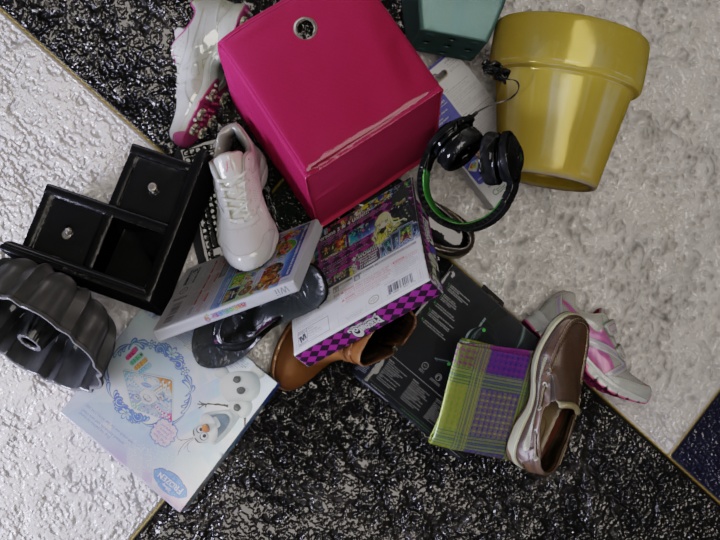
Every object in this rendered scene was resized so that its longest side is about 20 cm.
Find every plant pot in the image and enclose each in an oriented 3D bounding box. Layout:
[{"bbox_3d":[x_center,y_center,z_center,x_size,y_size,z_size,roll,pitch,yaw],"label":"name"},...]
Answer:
[{"bbox_3d":[0.123,-0.385,1.386,0.139,0.141,0.203,10,83,-7],"label":"plant pot"},{"bbox_3d":[0.250,-0.205,1.364,0.198,0.201,0.191,11,89,-7],"label":"plant pot"}]

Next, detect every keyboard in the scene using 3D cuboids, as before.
[{"bbox_3d":[-0.162,-0.073,1.407,0.125,0.021,0.203,-14,91,-8],"label":"keyboard"}]

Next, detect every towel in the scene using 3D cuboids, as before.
[{"bbox_3d":[0.186,0.166,1.354,0.198,0.023,0.145,11,98,-26],"label":"towel"}]

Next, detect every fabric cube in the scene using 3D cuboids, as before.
[{"bbox_3d":[-0.034,-0.207,1.316,0.195,0.200,0.200,-32,76,-7],"label":"fabric cube"}]

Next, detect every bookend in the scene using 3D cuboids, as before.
[{"bbox_3d":[-0.305,-0.074,1.338,0.196,0.092,0.202,19,77,5],"label":"bookend"}]

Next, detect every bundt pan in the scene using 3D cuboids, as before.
[{"bbox_3d":[-0.378,0.058,1.296,0.201,0.202,0.076,31,58,-5],"label":"bundt pan"}]

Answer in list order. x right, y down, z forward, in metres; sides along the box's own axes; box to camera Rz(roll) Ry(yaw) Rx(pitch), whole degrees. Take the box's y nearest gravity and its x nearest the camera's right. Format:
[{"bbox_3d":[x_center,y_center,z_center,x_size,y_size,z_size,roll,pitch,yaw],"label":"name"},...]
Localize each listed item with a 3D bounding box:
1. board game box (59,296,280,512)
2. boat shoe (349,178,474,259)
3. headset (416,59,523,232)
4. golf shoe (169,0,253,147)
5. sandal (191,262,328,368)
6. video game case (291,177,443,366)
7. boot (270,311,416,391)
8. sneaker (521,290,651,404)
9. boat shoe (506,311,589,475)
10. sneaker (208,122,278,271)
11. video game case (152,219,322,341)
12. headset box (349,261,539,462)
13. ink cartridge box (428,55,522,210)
[{"bbox_3d":[-0.238,0.161,1.360,0.199,0.043,0.200,38,83,6],"label":"board game box"},{"bbox_3d":[0.064,-0.079,1.410,0.198,0.073,0.075,22,85,-6],"label":"boat shoe"},{"bbox_3d":[0.136,-0.146,1.287,0.122,0.094,0.202,22,95,23],"label":"headset"},{"bbox_3d":[-0.209,-0.258,1.388,0.091,0.075,0.202,22,83,9],"label":"golf shoe"},{"bbox_3d":[-0.131,0.052,1.302,0.199,0.048,0.076,-33,86,17],"label":"sandal"},{"bbox_3d":[0.000,0.000,1.319,0.199,0.183,0.036,-30,131,20],"label":"video game case"},{"bbox_3d":[-0.020,0.095,1.345,0.200,0.155,0.077,-41,118,-4],"label":"boot"},{"bbox_3d":[0.315,0.100,1.434,0.199,0.081,0.089,39,85,-5],"label":"sneaker"},{"bbox_3d":[0.247,0.155,1.324,0.074,0.075,0.205,13,96,-26],"label":"boat shoe"},{"bbox_3d":[-0.153,-0.094,1.311,0.077,0.100,0.202,-16,56,4],"label":"sneaker"},{"bbox_3d":[-0.147,0.011,1.307,0.198,0.144,0.018,-20,116,22],"label":"video game case"},{"bbox_3d":[0.116,0.108,1.392,0.174,0.093,0.201,39,84,-12],"label":"headset box"},{"bbox_3d":[0.149,-0.188,1.444,0.094,0.037,0.201,-39,96,-8],"label":"ink cartridge box"}]
